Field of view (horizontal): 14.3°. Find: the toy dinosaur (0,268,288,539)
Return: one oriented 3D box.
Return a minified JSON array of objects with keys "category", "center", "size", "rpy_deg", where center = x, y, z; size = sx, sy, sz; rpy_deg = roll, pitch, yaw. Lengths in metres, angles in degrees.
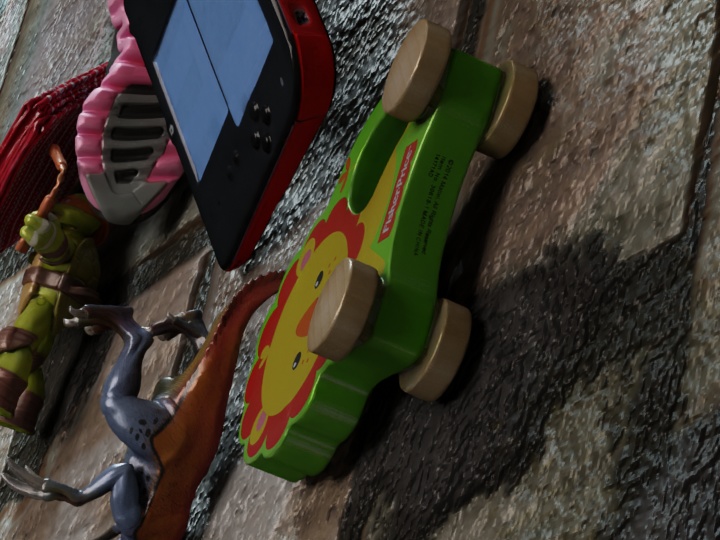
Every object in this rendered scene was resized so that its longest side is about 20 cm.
[{"category":"toy dinosaur","center":[-0.114,0.108,1.489],"size":[0.200,0.105,0.182],"rpy_deg":[-25,64,40]}]

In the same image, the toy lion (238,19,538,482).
[{"category":"toy lion","center":[0.000,0.000,1.387],"size":[0.192,0.069,0.200],"rpy_deg":[-32,38,65]}]

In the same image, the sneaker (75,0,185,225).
[{"category":"sneaker","center":[-0.131,-0.106,1.783],"size":[0.095,0.079,0.200],"rpy_deg":[104,176,-60]}]

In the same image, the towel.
[{"category":"towel","center":[-0.203,-0.063,1.831],"size":[0.145,0.022,0.200],"rpy_deg":[-57,-5,20]}]

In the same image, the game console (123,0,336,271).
[{"category":"game console","center":[-0.078,-0.126,1.577],"size":[0.177,0.031,0.200],"rpy_deg":[-58,44,47]}]

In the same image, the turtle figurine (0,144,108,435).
[{"category":"turtle figurine","center":[-0.192,0.018,1.775],"size":[0.200,0.064,0.162],"rpy_deg":[125,167,-78]}]
